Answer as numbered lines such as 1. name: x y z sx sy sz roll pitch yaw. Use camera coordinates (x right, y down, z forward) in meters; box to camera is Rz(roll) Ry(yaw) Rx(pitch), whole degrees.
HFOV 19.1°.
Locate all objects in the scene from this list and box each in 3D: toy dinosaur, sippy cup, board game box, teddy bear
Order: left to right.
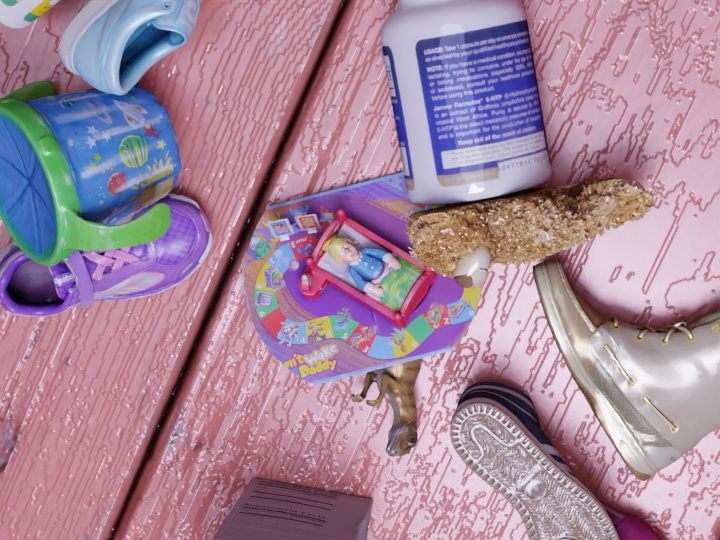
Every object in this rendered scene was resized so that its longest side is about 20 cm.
1. sippy cup: -0.221 -0.089 1.735 0.130 0.140 0.179 -22 83 -28
2. board game box: 0.000 0.000 1.739 0.198 0.039 0.159 -14 73 5
3. toy dinosaur: 0.031 0.051 1.781 0.105 0.060 0.202 10 91 -6
4. teddy bear: 0.137 -0.031 1.691 0.199 0.145 0.067 -13 94 -30

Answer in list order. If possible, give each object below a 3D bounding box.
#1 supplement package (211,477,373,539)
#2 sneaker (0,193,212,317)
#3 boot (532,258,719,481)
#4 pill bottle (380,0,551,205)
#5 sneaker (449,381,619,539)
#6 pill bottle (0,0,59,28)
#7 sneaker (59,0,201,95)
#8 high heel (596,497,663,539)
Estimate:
1. supplement package: -0.060 0.253 1.740 0.109 0.200 0.115 10 99 5
2. sneaker: -0.221 -0.004 1.779 0.199 0.088 0.081 -17 95 9
3. boot: 0.243 0.052 1.734 0.155 0.073 0.201 -30 96 11
4. pill bottle: 0.079 -0.161 1.699 0.119 0.120 0.202 -9 98 9
5. sneaker: 0.146 0.174 1.753 0.070 0.109 0.200 -38 99 9
6. pill bottle: -0.234 -0.296 1.723 0.199 0.113 0.113 -37 93 11
7. sneaker: -0.149 -0.220 1.722 0.082 0.074 0.200 39 89 31
8. high heel: 0.172 0.286 1.784 0.096 0.067 0.201 35 89 12
